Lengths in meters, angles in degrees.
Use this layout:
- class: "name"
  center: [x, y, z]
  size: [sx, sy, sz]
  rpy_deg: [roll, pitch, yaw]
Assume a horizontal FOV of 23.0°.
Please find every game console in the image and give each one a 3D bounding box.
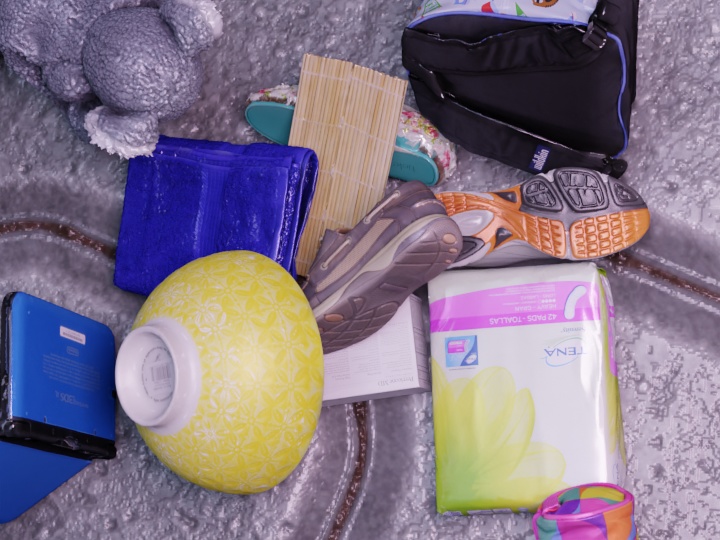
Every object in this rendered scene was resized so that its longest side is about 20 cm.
- class: "game console"
  center: [-0.298, 0.122, 1.507]
  size: [0.117, 0.200, 0.173]
  rpy_deg: [-5, 77, 15]

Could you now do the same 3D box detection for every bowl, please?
- class: "bowl"
  center: [-0.134, 0.084, 1.436]
  size: [0.199, 0.107, 0.203]
  rpy_deg: [0, 90, 43]

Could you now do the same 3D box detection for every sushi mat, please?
- class: "sushi mat"
  center: [-0.022, -0.081, 1.516]
  size: [0.095, 0.012, 0.202]
  rpy_deg: [19, 112, 18]

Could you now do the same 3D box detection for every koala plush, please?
- class: "koala plush"
  center: [-0.205, -0.185, 1.517]
  size: [0.178, 0.183, 0.200]
  rpy_deg: [-53, 45, 3]

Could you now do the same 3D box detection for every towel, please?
- class: "towel"
  center: [-0.133, -0.043, 1.535]
  size: [0.198, 0.049, 0.150]
  rpy_deg: [8, 86, 37]

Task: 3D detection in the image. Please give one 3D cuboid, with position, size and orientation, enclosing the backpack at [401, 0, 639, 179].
- class: "backpack"
  center: [0.133, -0.186, 1.447]
  size: [0.188, 0.201, 0.155]
  rpy_deg: [5, 52, 12]

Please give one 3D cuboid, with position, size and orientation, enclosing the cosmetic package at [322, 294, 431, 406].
- class: "cosmetic package"
  center: [-0.042, 0.076, 1.517]
  size: [0.198, 0.051, 0.084]
  rpy_deg: [-9, 77, 15]

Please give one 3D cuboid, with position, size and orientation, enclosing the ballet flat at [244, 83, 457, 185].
- class: "ballet flat"
  center: [-0.003, -0.126, 1.546]
  size: [0.198, 0.076, 0.064]
  rpy_deg: [20, 54, 15]

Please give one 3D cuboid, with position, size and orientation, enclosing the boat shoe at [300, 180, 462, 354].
- class: "boat shoe"
  center: [0.000, 0.000, 1.446]
  size: [0.199, 0.074, 0.074]
  rpy_deg: [-37, 56, 27]

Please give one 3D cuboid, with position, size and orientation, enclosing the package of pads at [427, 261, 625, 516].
- class: "package of pads"
  center: [0.137, 0.097, 1.448]
  size: [0.153, 0.068, 0.203]
  rpy_deg: [-4, 82, 16]

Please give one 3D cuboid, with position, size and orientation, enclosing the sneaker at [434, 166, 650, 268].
- class: "sneaker"
  center: [0.142, -0.040, 1.463]
  size: [0.197, 0.092, 0.077]
  rpy_deg: [-2, 85, 16]

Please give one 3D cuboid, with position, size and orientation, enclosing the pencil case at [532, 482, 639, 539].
- class: "pencil case"
  center: [0.182, 0.268, 1.366]
  size: [0.087, 0.088, 0.203]
  rpy_deg: [-5, 98, 15]
